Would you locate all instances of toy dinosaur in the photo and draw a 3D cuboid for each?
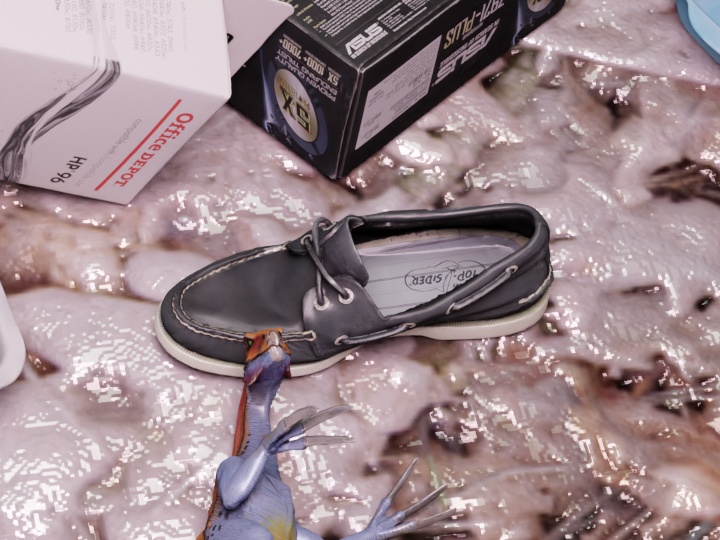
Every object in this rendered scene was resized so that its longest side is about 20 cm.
[{"bbox_3d":[-0.054,0.106,1.107,0.200,0.105,0.182,-21,37,-10],"label":"toy dinosaur"}]

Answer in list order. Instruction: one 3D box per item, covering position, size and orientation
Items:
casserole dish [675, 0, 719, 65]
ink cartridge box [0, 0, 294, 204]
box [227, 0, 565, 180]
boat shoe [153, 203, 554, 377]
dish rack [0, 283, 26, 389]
[{"bbox_3d":[0.259,-0.152,1.398,0.200,0.039,0.121,-28,62,-28],"label":"casserole dish"},{"bbox_3d":[-0.140,-0.094,1.199,0.200,0.116,0.068,10,60,-29],"label":"ink cartridge box"},{"bbox_3d":[-0.003,-0.167,1.327,0.164,0.086,0.200,37,54,18],"label":"box"},{"bbox_3d":[0.001,0.002,1.207,0.199,0.066,0.075,-3,53,-13],"label":"boat shoe"},{"bbox_3d":[-0.259,-0.009,1.160,0.171,0.044,0.200,0,49,-36],"label":"dish rack"}]
